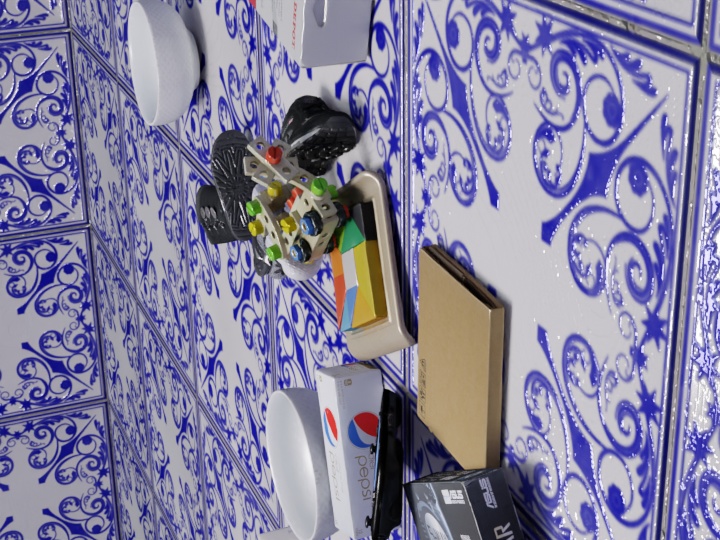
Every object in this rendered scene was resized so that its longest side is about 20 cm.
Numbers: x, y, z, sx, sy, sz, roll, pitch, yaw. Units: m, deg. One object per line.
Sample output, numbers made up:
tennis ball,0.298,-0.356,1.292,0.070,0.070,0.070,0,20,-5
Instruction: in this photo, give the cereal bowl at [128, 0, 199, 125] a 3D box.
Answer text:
cereal bowl,-0.310,-0.335,2.158,0.200,0.083,0.202,170,90,-70

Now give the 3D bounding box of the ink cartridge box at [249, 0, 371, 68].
ink cartridge box,-0.059,-0.333,1.493,0.200,0.083,0.145,-123,31,-49

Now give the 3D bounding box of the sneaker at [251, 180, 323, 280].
sneaker,-0.095,-0.024,1.756,0.200,0.075,0.114,-115,24,-50

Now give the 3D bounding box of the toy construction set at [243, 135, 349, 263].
toy construction set,-0.080,-0.080,1.568,0.132,0.092,0.200,59,167,18

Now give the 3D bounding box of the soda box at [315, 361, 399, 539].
soda box,-0.003,0.216,1.628,0.068,0.063,0.202,-167,68,-68

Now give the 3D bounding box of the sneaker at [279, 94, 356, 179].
sneaker,-0.062,-0.172,1.600,0.200,0.075,0.088,152,113,-69

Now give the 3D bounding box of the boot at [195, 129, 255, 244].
boot,-0.206,-0.123,2.036,0.200,0.065,0.166,-176,78,-74

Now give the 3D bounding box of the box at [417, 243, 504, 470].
box,0.099,0.095,1.352,0.163,0.021,0.201,-135,40,-58

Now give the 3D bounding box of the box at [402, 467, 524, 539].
box,0.112,0.279,1.333,0.200,0.043,0.161,150,103,-73

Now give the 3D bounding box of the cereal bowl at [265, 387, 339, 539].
cereal bowl,-0.054,0.247,1.752,0.200,0.083,0.202,170,90,-71

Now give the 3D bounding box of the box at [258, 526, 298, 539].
box,-0.117,0.490,2.057,0.082,0.068,0.201,-125,31,-49

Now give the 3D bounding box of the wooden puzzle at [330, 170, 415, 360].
wooden puzzle,0.000,0.000,1.556,0.185,0.037,0.202,152,107,-69

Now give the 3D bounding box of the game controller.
game controller,0.026,0.211,1.485,0.200,0.042,0.105,-85,-8,-70
